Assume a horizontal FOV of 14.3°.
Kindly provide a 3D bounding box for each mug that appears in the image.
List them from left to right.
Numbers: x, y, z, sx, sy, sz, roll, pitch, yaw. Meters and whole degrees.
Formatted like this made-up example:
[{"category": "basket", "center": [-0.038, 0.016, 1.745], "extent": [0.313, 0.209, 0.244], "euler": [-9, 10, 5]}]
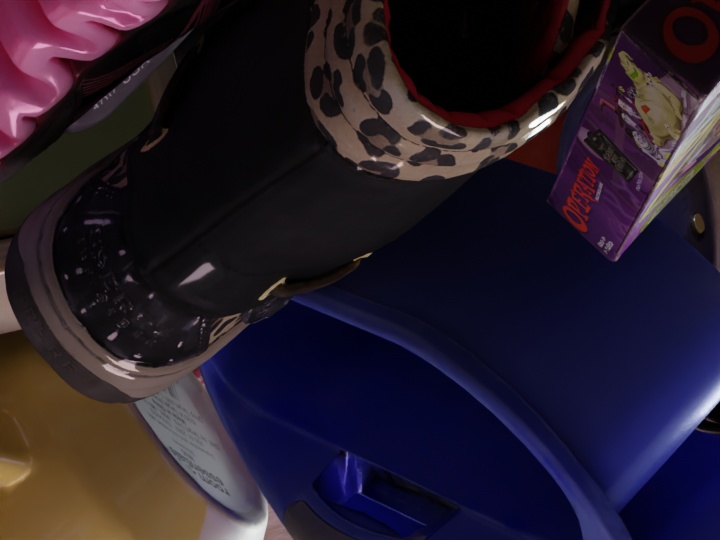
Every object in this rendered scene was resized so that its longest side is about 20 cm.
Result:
[{"category": "mug", "center": [-0.114, 0.094, 0.869], "extent": [0.153, 0.150, 0.187], "euler": [-37, -173, 11]}]

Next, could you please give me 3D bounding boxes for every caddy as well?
[{"category": "caddy", "center": [0.030, 0.051, 0.794], "extent": [0.105, 0.142, 0.200], "euler": [-36, -149, -23]}]

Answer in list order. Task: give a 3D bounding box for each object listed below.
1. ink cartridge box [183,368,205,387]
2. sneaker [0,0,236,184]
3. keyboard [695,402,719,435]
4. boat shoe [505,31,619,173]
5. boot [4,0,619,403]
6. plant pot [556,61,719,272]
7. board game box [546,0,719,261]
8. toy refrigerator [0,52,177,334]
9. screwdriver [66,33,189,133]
[{"category": "ink cartridge box", "center": [0.000, 0.000, 1.004], "extent": [0.199, 0.085, 0.146], "euler": [-8, 164, -34]}, {"category": "sneaker", "center": [-0.063, -0.074, 0.705], "extent": [0.095, 0.079, 0.200], "euler": [-17, 172, -44]}, {"category": "keyboard", "center": [0.101, 0.061, 0.931], "extent": [0.200, 0.040, 0.104], "euler": [29, 140, -30]}, {"category": "boat shoe", "center": [0.110, -0.048, 0.949], "extent": [0.199, 0.071, 0.062], "euler": [-13, -179, -34]}, {"category": "boot", "center": [0.017, -0.057, 0.697], "extent": [0.154, 0.074, 0.204], "euler": [-33, -171, 48]}, {"category": "plant pot", "center": [0.167, -0.027, 0.858], "extent": [0.199, 0.188, 0.187], "euler": [-9, 164, -25]}, {"category": "board game box", "center": [0.126, -0.095, 0.684], "extent": [0.200, 0.032, 0.120], "euler": [-46, 167, -15]}, {"category": "toy refrigerator", "center": [-0.146, -0.018, 0.803], "extent": [0.199, 0.076, 0.070], "euler": [-12, 165, -11]}, {"category": "screwdriver", "center": [-0.114, -0.017, 0.768], "extent": [0.200, 0.028, 0.029], "euler": [-43, -179, -3]}]
